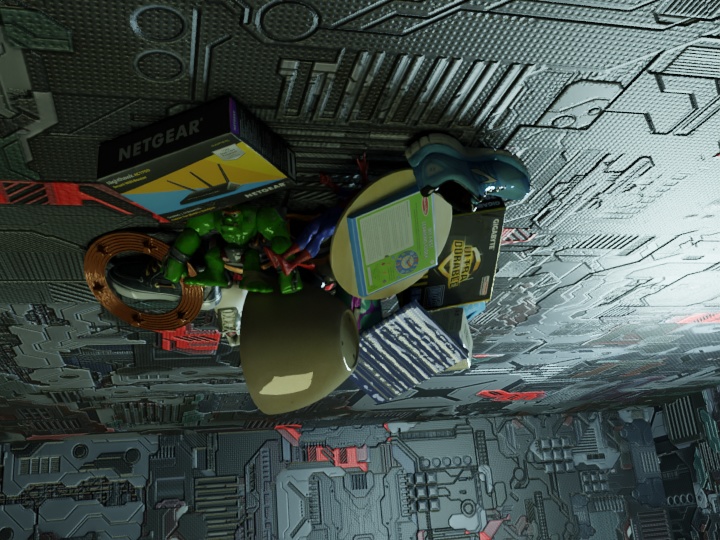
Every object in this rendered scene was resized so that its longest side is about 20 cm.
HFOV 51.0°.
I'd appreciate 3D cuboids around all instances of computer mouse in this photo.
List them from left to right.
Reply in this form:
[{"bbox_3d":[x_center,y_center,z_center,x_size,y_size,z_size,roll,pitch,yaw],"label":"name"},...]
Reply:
[{"bbox_3d":[-0.155,0.017,1.238,0.195,0.054,0.139,16,156,2],"label":"computer mouse"}]

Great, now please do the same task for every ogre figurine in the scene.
[{"bbox_3d":[-0.178,-0.035,1.059,0.196,0.123,0.098,5,180,24],"label":"ogre figurine"}]

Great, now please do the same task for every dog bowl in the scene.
[{"bbox_3d":[0.187,0.030,1.367,0.049,0.114,0.200,-22,168,5],"label":"dog bowl"}]

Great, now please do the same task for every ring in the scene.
[{"bbox_3d":[-0.345,0.024,1.195,0.195,0.019,0.204,5,129,6],"label":"ring"}]

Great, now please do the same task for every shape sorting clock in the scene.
[{"bbox_3d":[0.044,-0.049,1.045,0.196,0.039,0.204,-16,130,-21],"label":"shape sorting clock"}]

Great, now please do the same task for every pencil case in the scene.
[{"bbox_3d":[0.000,0.000,1.154,0.083,0.093,0.203,4,128,1],"label":"pencil case"}]

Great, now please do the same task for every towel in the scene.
[{"bbox_3d":[0.056,0.132,1.198,0.198,0.024,0.144,-32,119,30],"label":"towel"}]

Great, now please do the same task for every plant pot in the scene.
[{"bbox_3d":[-0.076,0.105,1.114,0.131,0.205,0.200,-6,161,17],"label":"plant pot"}]

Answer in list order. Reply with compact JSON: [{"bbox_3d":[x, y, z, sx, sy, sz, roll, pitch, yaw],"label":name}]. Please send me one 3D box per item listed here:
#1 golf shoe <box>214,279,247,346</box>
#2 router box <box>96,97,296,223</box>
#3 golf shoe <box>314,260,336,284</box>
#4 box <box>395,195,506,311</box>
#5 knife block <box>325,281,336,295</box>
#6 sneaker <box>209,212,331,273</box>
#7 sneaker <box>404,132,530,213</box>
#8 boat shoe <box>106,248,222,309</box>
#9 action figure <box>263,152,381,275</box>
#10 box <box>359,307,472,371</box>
[{"bbox_3d":[-0.240,0.075,1.418,0.075,0.090,0.201,-3,159,-1],"label":"golf shoe"},{"bbox_3d":[-0.198,-0.127,0.925,0.196,0.052,0.149,-14,157,23],"label":"router box"},{"bbox_3d":[0.013,-0.041,1.223,0.195,0.080,0.098,-14,142,6],"label":"golf shoe"},{"bbox_3d":[0.136,-0.024,1.180,0.156,0.050,0.203,-7,136,-7],"label":"box"},{"bbox_3d":[-0.079,0.093,1.381,0.173,0.204,0.064,25,175,-1],"label":"knife block"},{"bbox_3d":[-0.131,-0.051,1.139,0.195,0.080,0.078,-7,147,-6],"label":"sneaker"},{"bbox_3d":[0.145,-0.113,1.004,0.196,0.092,0.078,7,157,-30],"label":"sneaker"},{"bbox_3d":[-0.320,-0.003,1.227,0.195,0.071,0.092,10,128,5],"label":"boat shoe"},{"bbox_3d":[-0.044,-0.090,1.013,0.198,0.101,0.065,-34,-147,-20],"label":"action figure"},{"bbox_3d":[0.082,0.122,1.249,0.195,0.069,0.084,-7,122,19],"label":"box"}]
